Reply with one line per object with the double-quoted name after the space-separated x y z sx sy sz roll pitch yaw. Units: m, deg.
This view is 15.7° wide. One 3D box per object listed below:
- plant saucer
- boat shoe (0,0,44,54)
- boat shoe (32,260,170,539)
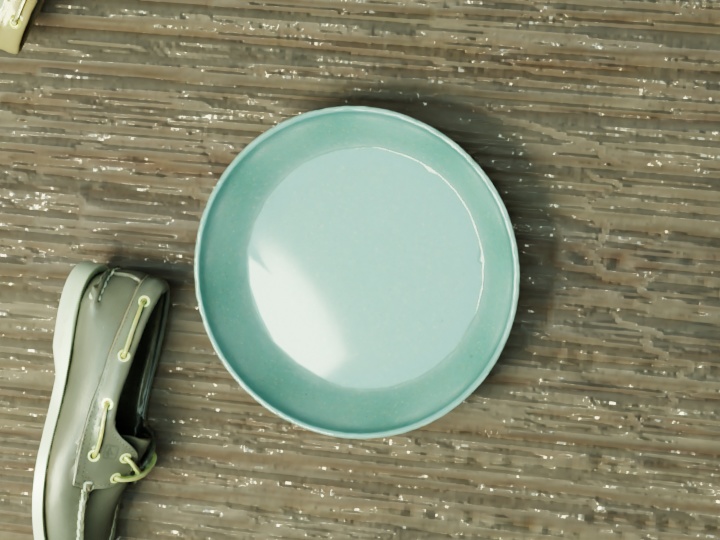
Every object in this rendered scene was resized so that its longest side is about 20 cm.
0.000 0.000 1.568 0.200 0.036 0.200 1 96 13 "plant saucer"
-0.174 -0.219 1.572 0.066 0.074 0.200 38 105 -7 "boat shoe"
-0.157 0.097 1.598 0.060 0.072 0.202 8 94 17 "boat shoe"
